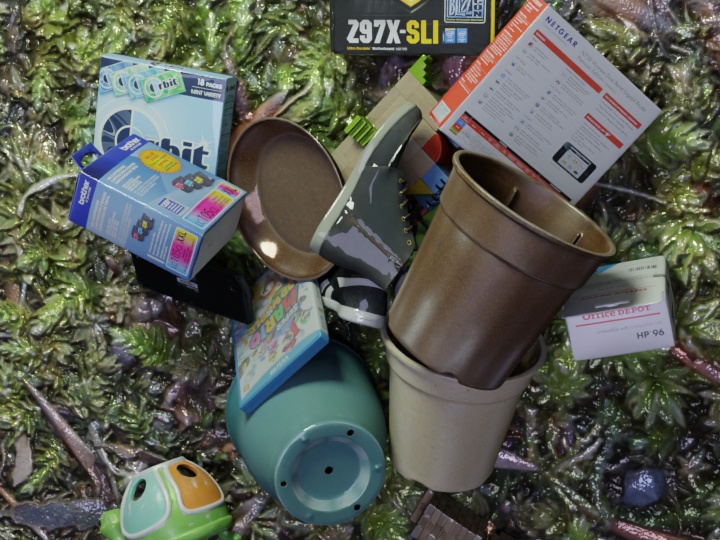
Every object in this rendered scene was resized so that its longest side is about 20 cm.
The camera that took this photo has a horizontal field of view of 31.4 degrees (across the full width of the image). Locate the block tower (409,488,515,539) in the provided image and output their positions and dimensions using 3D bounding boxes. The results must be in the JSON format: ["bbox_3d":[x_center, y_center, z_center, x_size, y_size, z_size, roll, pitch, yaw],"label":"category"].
[{"bbox_3d":[0.157,0.359,1.643,0.199,0.058,0.054,32,108,6],"label":"block tower"}]

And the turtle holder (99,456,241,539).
[{"bbox_3d":[-0.257,0.328,1.711,0.185,0.140,0.133,-34,76,58],"label":"turtle holder"}]

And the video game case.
[{"bbox_3d":[-0.103,0.064,1.568,0.143,0.201,0.018,-42,122,20],"label":"video game case"}]

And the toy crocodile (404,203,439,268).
[{"bbox_3d":[0.095,-0.061,1.547,0.200,0.067,0.062,-43,87,18],"label":"toy crocodile"}]

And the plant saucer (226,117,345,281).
[{"bbox_3d":[-0.080,-0.089,1.540,0.199,0.037,0.202,19,120,37],"label":"plant saucer"}]

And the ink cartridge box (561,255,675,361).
[{"bbox_3d":[0.295,0.047,1.453,0.115,0.200,0.068,-11,101,16],"label":"ink cartridge box"}]

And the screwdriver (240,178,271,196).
[{"bbox_3d":[-0.057,-0.098,1.597,0.198,0.028,0.029,8,136,12],"label":"screwdriver"}]

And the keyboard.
[{"bbox_3d":[-0.211,-0.004,1.627,0.199,0.040,0.105,17,131,31],"label":"keyboard"}]

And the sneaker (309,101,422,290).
[{"bbox_3d":[0.038,-0.082,1.429,0.106,0.075,0.201,31,89,4],"label":"sneaker"}]

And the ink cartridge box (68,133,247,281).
[{"bbox_3d":[-0.256,-0.085,1.539,0.199,0.137,0.077,25,121,7],"label":"ink cartridge box"}]

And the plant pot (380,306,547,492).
[{"bbox_3d":[0.111,0.157,1.546,0.199,0.201,0.185,13,117,10],"label":"plant pot"}]

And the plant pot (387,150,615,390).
[{"bbox_3d":[0.138,0.008,1.379,0.199,0.200,0.199,32,108,4],"label":"plant pot"}]

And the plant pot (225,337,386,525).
[{"bbox_3d":[-0.054,0.203,1.550,0.198,0.188,0.202,-4,108,-12],"label":"plant pot"}]

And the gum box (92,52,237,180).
[{"bbox_3d":[-0.252,-0.160,1.620,0.169,0.045,0.202,12,106,11],"label":"gum box"}]

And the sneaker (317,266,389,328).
[{"bbox_3d":[0.000,0.000,1.540,0.073,0.200,0.113,15,93,-19],"label":"sneaker"}]

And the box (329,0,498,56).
[{"bbox_3d":[0.063,-0.333,1.497,0.198,0.049,0.161,3,106,13],"label":"box"}]

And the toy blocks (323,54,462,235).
[{"bbox_3d":[0.058,-0.130,1.503,0.200,0.100,0.137,-46,75,16],"label":"toy blocks"}]

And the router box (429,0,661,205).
[{"bbox_3d":[0.210,-0.178,1.444,0.200,0.049,0.180,36,105,-27],"label":"router box"}]

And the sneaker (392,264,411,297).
[{"bbox_3d":[0.142,0.015,1.522,0.199,0.077,0.076,-22,140,-2],"label":"sneaker"}]
